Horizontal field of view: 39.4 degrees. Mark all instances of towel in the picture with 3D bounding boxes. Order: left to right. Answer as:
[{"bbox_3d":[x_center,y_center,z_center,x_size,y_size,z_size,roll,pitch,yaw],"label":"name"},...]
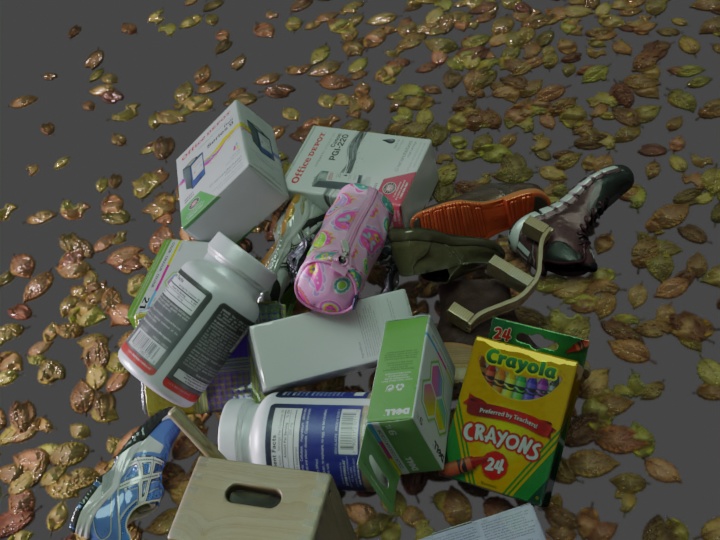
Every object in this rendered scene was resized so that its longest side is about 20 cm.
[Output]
[{"bbox_3d":[-0.194,0.115,1.316,0.199,0.023,0.144,-3,84,1],"label":"towel"}]

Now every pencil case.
[{"bbox_3d":[-0.017,-0.030,1.250,0.087,0.088,0.200,3,34,16],"label":"pencil case"}]

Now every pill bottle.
[{"bbox_3d":[-0.199,0.060,1.253,0.116,0.116,0.200,34,85,35],"label":"pill bottle"},{"bbox_3d":[-0.062,0.202,1.200,0.199,0.116,0.116,0,50,13],"label":"pill bottle"}]

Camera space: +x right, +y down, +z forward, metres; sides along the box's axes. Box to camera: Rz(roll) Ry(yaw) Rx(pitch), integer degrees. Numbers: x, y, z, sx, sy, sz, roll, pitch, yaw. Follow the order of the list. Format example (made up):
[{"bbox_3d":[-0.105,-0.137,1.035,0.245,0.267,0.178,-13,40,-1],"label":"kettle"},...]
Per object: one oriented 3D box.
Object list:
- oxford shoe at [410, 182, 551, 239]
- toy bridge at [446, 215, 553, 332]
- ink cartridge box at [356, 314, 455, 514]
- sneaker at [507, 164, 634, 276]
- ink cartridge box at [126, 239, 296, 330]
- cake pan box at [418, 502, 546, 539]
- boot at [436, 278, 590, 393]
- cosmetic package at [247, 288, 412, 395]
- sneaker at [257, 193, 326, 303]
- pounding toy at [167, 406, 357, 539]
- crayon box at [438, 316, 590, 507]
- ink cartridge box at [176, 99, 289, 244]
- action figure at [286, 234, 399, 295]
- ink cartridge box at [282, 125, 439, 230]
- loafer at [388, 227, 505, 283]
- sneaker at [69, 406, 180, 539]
[{"bbox_3d":[0.168,-0.084,1.438,0.199,0.072,0.073,-8,28,0],"label":"oxford shoe"},{"bbox_3d":[0.194,0.007,1.291,0.067,0.027,0.200,32,60,22],"label":"toy bridge"},{"bbox_3d":[0.057,0.161,1.138,0.059,0.104,0.201,-8,44,22],"label":"ink cartridge box"},{"bbox_3d":[0.310,-0.053,1.372,0.200,0.076,0.116,-32,54,-1],"label":"sneaker"},{"bbox_3d":[-0.199,0.039,1.401,0.199,0.076,0.148,4,51,18],"label":"ink cartridge box"},{"bbox_3d":[0.128,0.359,1.062,0.199,0.052,0.185,-18,50,-2],"label":"cake pan box"},{"bbox_3d":[0.189,0.074,1.279,0.199,0.072,0.167,-4,51,15],"label":"boot"},{"bbox_3d":[-0.036,0.092,1.263,0.199,0.108,0.085,-12,81,-11],"label":"cosmetic package"},{"bbox_3d":[-0.087,-0.015,1.402,0.087,0.076,0.201,31,56,-15],"label":"sneaker"},{"bbox_3d":[-0.119,0.268,1.109,0.199,0.185,0.143,5,51,17],"label":"pounding toy"},{"bbox_3d":[0.179,0.158,1.166,0.126,0.051,0.201,12,81,23],"label":"crayon box"},{"bbox_3d":[-0.194,-0.139,1.495,0.145,0.087,0.200,-40,33,18],"label":"ink cartridge box"},{"bbox_3d":[0.000,0.000,1.375,0.199,0.103,0.119,-5,26,-32],"label":"action figure"},{"bbox_3d":[-0.002,-0.131,1.498,0.199,0.085,0.146,9,52,23],"label":"ink cartridge box"},{"bbox_3d":[0.112,-0.016,1.337,0.076,0.199,0.068,6,89,52],"label":"loafer"},{"bbox_3d":[-0.272,0.257,1.245,0.077,0.076,0.200,31,57,4],"label":"sneaker"}]
